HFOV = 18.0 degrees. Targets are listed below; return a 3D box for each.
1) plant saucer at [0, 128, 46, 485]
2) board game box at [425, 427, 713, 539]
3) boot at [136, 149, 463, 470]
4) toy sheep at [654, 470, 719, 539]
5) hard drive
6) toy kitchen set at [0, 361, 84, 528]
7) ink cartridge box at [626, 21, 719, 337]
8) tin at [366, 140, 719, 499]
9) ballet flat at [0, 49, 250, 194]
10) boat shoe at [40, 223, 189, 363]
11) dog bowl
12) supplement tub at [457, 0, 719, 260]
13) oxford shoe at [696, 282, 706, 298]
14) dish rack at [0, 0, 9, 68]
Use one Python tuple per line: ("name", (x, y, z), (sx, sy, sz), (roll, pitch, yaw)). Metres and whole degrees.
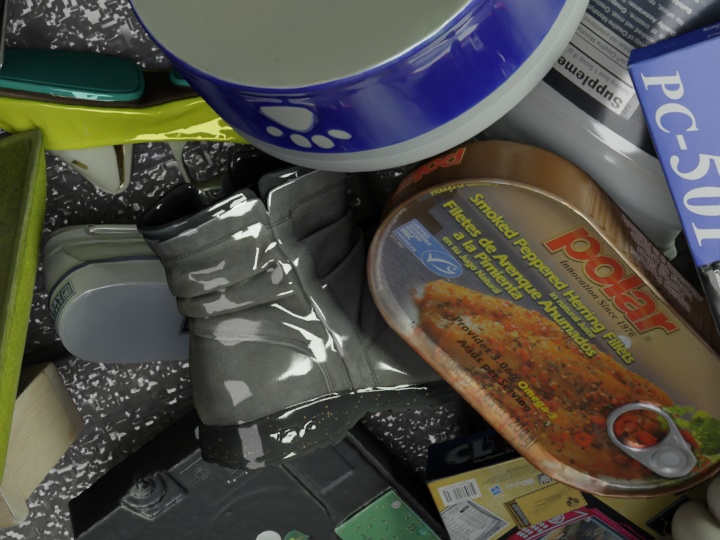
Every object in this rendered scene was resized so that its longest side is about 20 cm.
("plant saucer", (-0.224, 0.050, 1.033), (0.199, 0.200, 0.048), (-18, 136, 23))
("board game box", (0.147, 0.122, 1.108), (0.200, 0.035, 0.136), (-16, 116, 13))
("boot", (0.000, 0.000, 1.039), (0.200, 0.070, 0.132), (-22, 107, -36))
("toy sheep", (0.184, 0.165, 1.036), (0.138, 0.138, 0.200), (26, 96, -12))
("hard drive", (-0.031, 0.142, 1.143), (0.140, 0.038, 0.200), (-37, 123, 10))
("toy kitchen set", (-0.209, 0.184, 1.077), (0.180, 0.163, 0.200), (-14, 112, 28))
("ink cartridge box", (0.188, -0.010, 0.952), (0.094, 0.044, 0.200), (-17, 101, 15))
("tin", (0.090, 0.023, 1.003), (0.112, 0.042, 0.200), (-27, 120, 35))
("ballet flat", (-0.096, -0.070, 1.076), (0.199, 0.067, 0.067), (-2, 112, -4))
("boat shoe", (-0.057, 0.003, 1.100), (0.200, 0.065, 0.074), (6, 130, -29))
("dog bowl", (-0.002, -0.148, 0.980), (0.200, 0.200, 0.079), (-32, 149, 8))
("supplement tub", (0.139, -0.109, 1.031), (0.140, 0.140, 0.200), (30, 106, -13))
("oxford shoe", (0.146, 0.060, 1.131), (0.075, 0.070, 0.200), (23, 107, -8))
("dish rack", (-0.220, -0.179, 1.004), (0.153, 0.055, 0.201), (5, 86, -5))
